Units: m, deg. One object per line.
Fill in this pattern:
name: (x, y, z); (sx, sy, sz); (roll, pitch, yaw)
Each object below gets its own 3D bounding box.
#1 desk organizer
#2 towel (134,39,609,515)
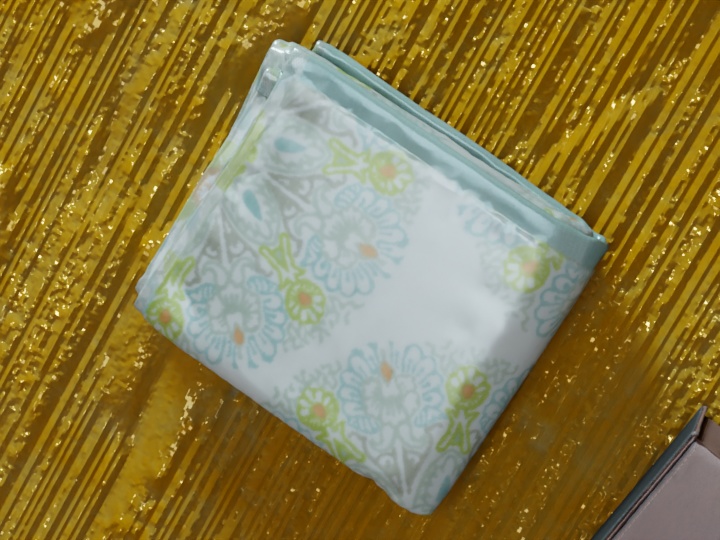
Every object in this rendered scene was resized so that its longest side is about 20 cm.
desk organizer: (0.133, 0.171, 0.999); (0.077, 0.072, 0.200); (39, 103, 6)
towel: (0.000, 0.000, 1.034); (0.200, 0.048, 0.171); (35, 105, 10)
